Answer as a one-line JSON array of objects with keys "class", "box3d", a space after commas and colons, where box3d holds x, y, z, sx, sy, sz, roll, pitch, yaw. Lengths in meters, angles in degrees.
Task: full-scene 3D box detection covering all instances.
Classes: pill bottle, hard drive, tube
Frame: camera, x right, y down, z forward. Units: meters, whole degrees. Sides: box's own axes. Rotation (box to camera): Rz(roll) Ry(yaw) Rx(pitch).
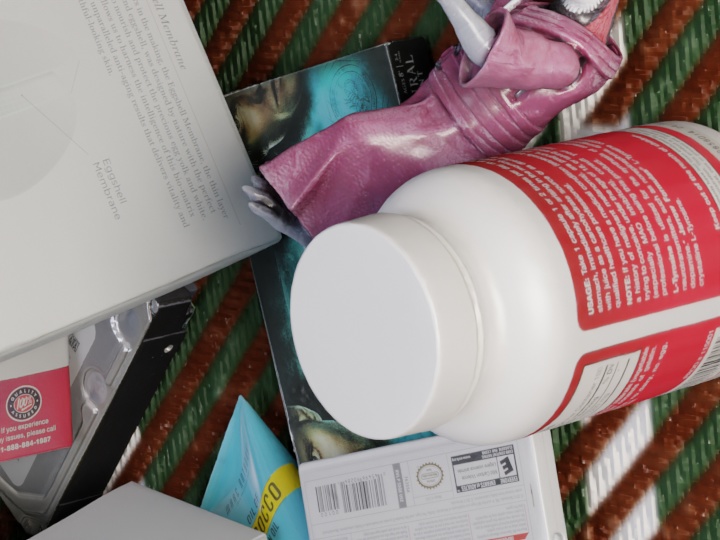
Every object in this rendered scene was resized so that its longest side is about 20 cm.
[{"class": "pill bottle", "box3d": [0.072, 0.007, 1.121, 0.112, 0.199, 0.113, 14, 110, 45]}, {"class": "hard drive", "box3d": [-0.169, 0.036, 1.522, 0.140, 0.038, 0.200, 52, 132, 25]}, {"class": "tube", "box3d": [-0.015, 0.153, 1.379, 0.200, 0.050, 0.078, 46, 125, 36]}]

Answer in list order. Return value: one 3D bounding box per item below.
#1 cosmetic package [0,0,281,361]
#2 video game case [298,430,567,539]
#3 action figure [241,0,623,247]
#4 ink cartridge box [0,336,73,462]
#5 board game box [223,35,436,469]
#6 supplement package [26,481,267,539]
[{"class": "cosmetic package", "box3d": [-0.178, -0.062, 1.331, 0.123, 0.199, 0.200, -22, 90, 56]}, {"class": "video game case", "box3d": [0.042, 0.177, 1.274, 0.143, 0.018, 0.201, -14, 82, 39]}, {"class": "action figure", "box3d": [0.052, -0.066, 1.185, 0.200, 0.134, 0.149, -38, 92, 21]}, {"class": "ink cartridge box", "box3d": [-0.234, 0.002, 1.446, 0.084, 0.144, 0.201, 8, 104, 47]}, {"class": "board game box", "box3d": [0.000, 0.000, 1.330, 0.135, 0.028, 0.201, -13, 90, 48]}, {"class": "supplement package", "box3d": [-0.104, 0.228, 1.415, 0.114, 0.109, 0.201, 16, 125, 44]}]
